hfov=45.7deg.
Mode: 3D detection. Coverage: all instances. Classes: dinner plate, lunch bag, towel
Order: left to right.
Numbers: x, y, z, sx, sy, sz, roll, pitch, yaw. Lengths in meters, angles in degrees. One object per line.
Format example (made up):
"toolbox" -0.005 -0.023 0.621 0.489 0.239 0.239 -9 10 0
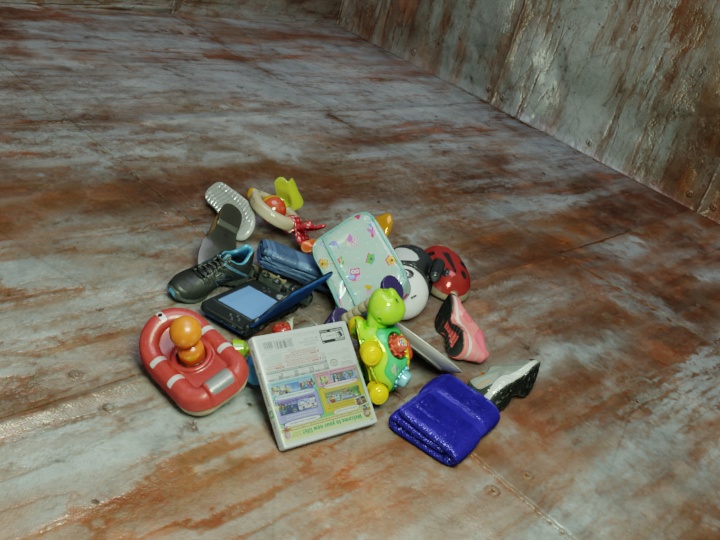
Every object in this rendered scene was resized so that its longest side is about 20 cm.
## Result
"towel" -0.123 -0.005 1.795 0.196 0.049 0.112 21 14 -15
"lunch bag" 0.000 0.000 1.710 0.203 0.158 0.077 61 1 20
"dinner plate" 0.106 0.142 1.625 0.199 0.024 0.200 37 -5 4
"towel" 0.152 0.254 1.501 0.146 0.050 0.199 28 28 22

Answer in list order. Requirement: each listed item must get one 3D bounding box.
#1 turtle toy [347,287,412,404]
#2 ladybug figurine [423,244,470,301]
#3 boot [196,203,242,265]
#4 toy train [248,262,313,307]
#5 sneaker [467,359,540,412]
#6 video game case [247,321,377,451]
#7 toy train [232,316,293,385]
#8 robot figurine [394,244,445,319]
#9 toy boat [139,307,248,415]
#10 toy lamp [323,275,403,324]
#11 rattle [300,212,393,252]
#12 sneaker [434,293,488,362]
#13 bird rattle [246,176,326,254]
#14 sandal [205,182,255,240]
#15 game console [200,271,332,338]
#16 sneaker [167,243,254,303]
"turtle toy" 0.039 0.129 1.509 0.099 0.204 0.146 -12 23 -9
"ladybug figurine" 0.194 0.002 1.984 0.133 0.073 0.201 7 28 -21
"boot" -0.304 -0.049 1.795 0.073 0.075 0.202 34 40 -18
"toy train" -0.183 0.019 1.760 0.197 0.035 0.046 26 24 15
"sneaker" 0.282 0.207 1.649 0.079 0.076 0.198 30 28 35
"video game case" -0.077 0.185 1.409 0.197 0.022 0.186 -7 71 -41
"toy train" -0.176 0.136 1.508 0.113 0.087 0.201 -3 23 -2
"robot figurine" 0.095 0.020 1.825 0.123 0.152 0.201 29 27 -1
"toy boat" -0.273 0.124 1.364 0.129 0.133 0.199 -33 51 -29
"toy lamp" 0.000 0.075 1.601 0.057 0.199 0.059 21 53 -33
"rattle" -0.022 -0.076 1.882 0.198 0.144 0.131 25 23 -37
"sneaker" 0.214 0.127 1.783 0.085 0.074 0.202 23 27 -20
"bird rattle" -0.183 -0.122 1.952 0.161 0.113 0.202 18 31 -38
"sandal" -0.290 -0.135 1.966 0.203 0.082 0.050 52 -1 39
"game console" -0.175 0.037 1.621 0.168 0.121 0.199 27 22 17
"sneaker" -0.289 -0.001 1.660 0.073 0.083 0.198 45 41 18
